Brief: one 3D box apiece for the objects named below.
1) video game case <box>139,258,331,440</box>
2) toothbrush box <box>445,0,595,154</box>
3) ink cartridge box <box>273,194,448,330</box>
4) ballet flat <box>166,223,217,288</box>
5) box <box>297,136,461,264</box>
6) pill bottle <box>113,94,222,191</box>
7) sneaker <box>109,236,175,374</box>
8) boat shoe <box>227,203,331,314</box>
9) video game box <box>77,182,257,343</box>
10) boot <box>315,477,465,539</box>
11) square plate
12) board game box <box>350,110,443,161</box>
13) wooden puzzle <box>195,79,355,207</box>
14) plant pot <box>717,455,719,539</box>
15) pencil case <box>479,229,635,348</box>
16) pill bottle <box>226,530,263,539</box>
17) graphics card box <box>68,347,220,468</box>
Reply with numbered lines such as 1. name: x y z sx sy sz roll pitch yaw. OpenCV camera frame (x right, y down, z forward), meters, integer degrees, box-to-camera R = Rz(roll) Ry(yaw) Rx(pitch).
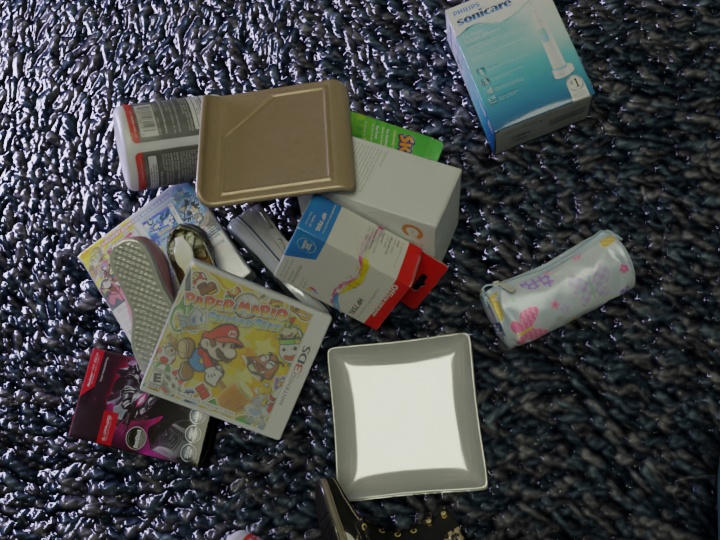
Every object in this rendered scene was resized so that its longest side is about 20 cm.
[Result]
1. video game case: -0.161 0.106 0.973 0.198 0.023 0.184 23 95 -13
2. toothbrush box: 0.219 -0.290 1.047 0.145 0.085 0.203 -21 75 4
3. ink cartridge box: 0.000 0.000 0.964 0.198 0.117 0.068 27 51 -5
4. ballet flat: -0.217 0.027 1.002 0.071 0.072 0.203 -22 78 2
5. box: 0.025 -0.090 0.993 0.197 0.125 0.098 20 63 15
6. pill bottle: -0.237 -0.184 1.048 0.197 0.116 0.117 -12 74 -20
7. sneaker: -0.280 0.046 1.010 0.074 0.105 0.203 -16 102 -5
8. boat shoe: -0.101 -0.016 1.035 0.067 0.074 0.200 -43 80 -10
9. video game box: -0.279 -0.006 1.075 0.199 0.047 0.183 -36 77 -1
10. boot: 0.040 0.330 0.917 0.149 0.074 0.201 -17 55 -23
11. square plate: 0.060 0.193 0.987 0.195 0.028 0.203 -7 76 7
12. board game box: 0.015 -0.170 1.080 0.198 0.030 0.097 20 81 15
13. wooden puzzle: -0.108 -0.163 0.963 0.197 0.037 0.187 -5 58 0
14. plant pot: 0.498 0.237 0.831 0.197 0.201 0.163 1 65 8
15. pencil case: 0.254 0.024 0.969 0.198 0.083 0.092 -25 96 1
16. pill bottle: -0.094 0.413 0.914 0.198 0.113 0.114 23 81 12
17. graphics card box: -0.291 0.189 1.028 0.197 0.051 0.127 12 78 9
